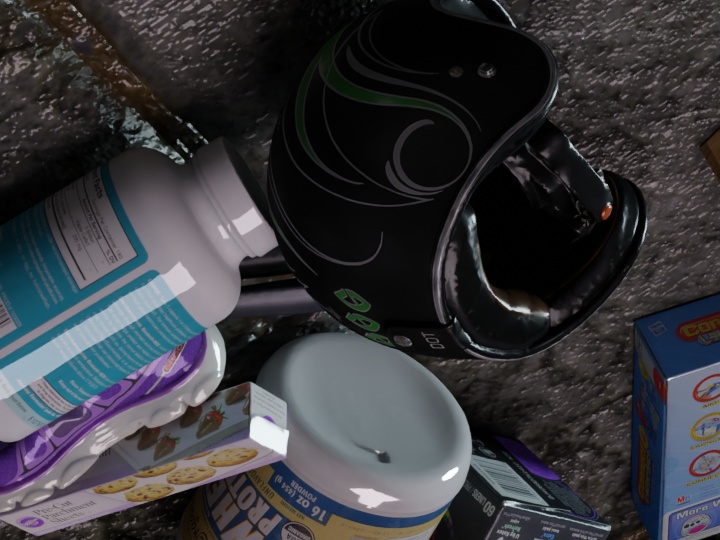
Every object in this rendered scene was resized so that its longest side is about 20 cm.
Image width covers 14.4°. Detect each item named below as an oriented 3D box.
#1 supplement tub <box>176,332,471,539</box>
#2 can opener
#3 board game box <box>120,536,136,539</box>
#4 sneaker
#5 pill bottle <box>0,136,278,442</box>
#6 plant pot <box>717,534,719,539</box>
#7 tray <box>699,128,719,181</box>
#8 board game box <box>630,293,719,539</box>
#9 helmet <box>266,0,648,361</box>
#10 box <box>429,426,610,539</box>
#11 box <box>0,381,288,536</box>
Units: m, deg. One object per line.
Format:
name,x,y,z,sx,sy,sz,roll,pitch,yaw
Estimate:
supplement tub,-0.031,0.154,1.803,0.144,0.145,0.200,4,132,-31
can opener,0.000,0.000,1.714,0.199,0.064,0.079,-10,139,-18
board game box,-0.158,0.280,1.945,0.165,0.057,0.200,23,121,-44
sneaker,-0.179,0.071,1.709,0.200,0.081,0.084,-32,117,7
pill bottle,-0.145,0.004,1.607,0.200,0.111,0.111,-30,140,6
plant pot,0.314,0.259,2.082,0.200,0.201,0.185,-2,124,-25
tray,0.318,-0.068,1.828,0.200,0.037,0.099,24,120,-42
board game box,0.288,0.088,1.967,0.199,0.056,0.196,-17,139,-11
helmet,0.043,-0.055,1.568,0.199,0.190,0.201,-20,124,-32
box,0.055,0.215,1.895,0.106,0.122,0.201,16,107,-39
box,-0.133,0.116,1.733,0.199,0.039,0.041,-19,146,30
